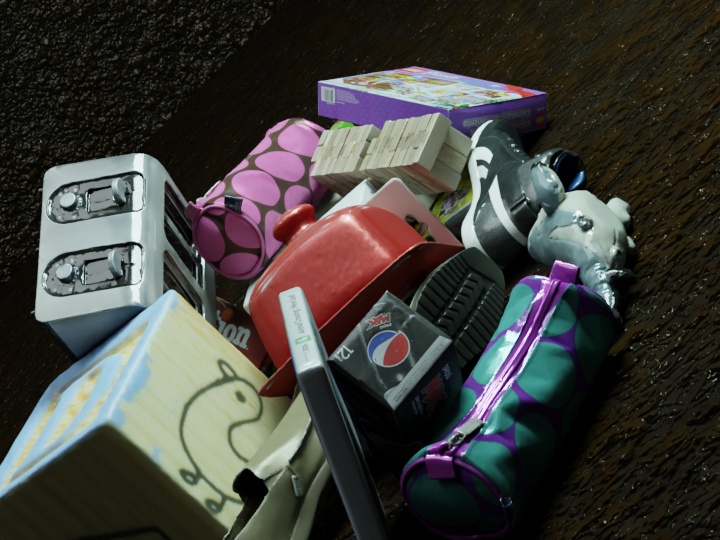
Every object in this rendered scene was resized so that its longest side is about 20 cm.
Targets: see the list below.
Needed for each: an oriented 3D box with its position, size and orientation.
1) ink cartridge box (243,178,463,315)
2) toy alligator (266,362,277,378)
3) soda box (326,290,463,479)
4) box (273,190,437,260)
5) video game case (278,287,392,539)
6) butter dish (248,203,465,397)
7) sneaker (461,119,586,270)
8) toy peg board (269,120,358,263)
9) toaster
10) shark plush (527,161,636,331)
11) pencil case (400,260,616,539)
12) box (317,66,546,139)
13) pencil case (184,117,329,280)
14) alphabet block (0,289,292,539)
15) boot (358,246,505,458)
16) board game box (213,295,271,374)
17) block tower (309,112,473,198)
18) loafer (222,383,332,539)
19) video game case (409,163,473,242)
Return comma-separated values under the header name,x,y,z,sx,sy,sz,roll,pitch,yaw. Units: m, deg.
name,x,y,z,sx,sy,sz,roll,pitch,yaw
ink cartridge box,0.000,0.000,1.730,0.200,0.115,0.068,-40,15,19
toy alligator,-0.085,0.084,1.862,0.200,0.059,0.055,-141,54,-73
soda box,0.033,0.094,1.325,0.071,0.063,0.200,-49,-22,-13
box,-0.005,-0.063,1.892,0.200,0.068,0.082,-32,20,41
video game case,-0.012,0.129,1.318,0.022,0.201,0.182,-20,17,-1
butter dish,-0.021,0.005,1.617,0.199,0.148,0.200,-44,-15,14
sneaker,0.156,-0.086,1.647,0.112,0.073,0.201,-33,29,29
toy peg board,-0.041,-0.094,2.095,0.199,0.098,0.201,-28,24,47
toaster,-0.219,0.017,1.736,0.118,0.200,0.182,-12,53,13
shark plush,0.182,-0.002,1.441,0.084,0.090,0.200,-60,32,20
pencil case,0.107,0.093,1.275,0.085,0.093,0.200,13,49,26
box,0.071,-0.167,1.843,0.136,0.039,0.199,-14,21,-38
pencil case,-0.092,-0.078,1.813,0.200,0.093,0.091,-50,-11,-52
alphabet block,-0.180,0.179,1.601,0.196,0.200,0.196,-35,20,35
boot,0.034,0.076,1.546,0.138,0.077,0.200,-31,20,54
board game box,-0.175,0.067,1.815,0.199,0.019,0.104,24,85,30
block tower,0.027,-0.105,1.736,0.200,0.058,0.054,-3,61,59
loafer,-0.062,0.164,1.486,0.076,0.067,0.201,-35,35,58
video game case,0.081,-0.071,1.862,0.180,0.025,0.200,-38,17,27
